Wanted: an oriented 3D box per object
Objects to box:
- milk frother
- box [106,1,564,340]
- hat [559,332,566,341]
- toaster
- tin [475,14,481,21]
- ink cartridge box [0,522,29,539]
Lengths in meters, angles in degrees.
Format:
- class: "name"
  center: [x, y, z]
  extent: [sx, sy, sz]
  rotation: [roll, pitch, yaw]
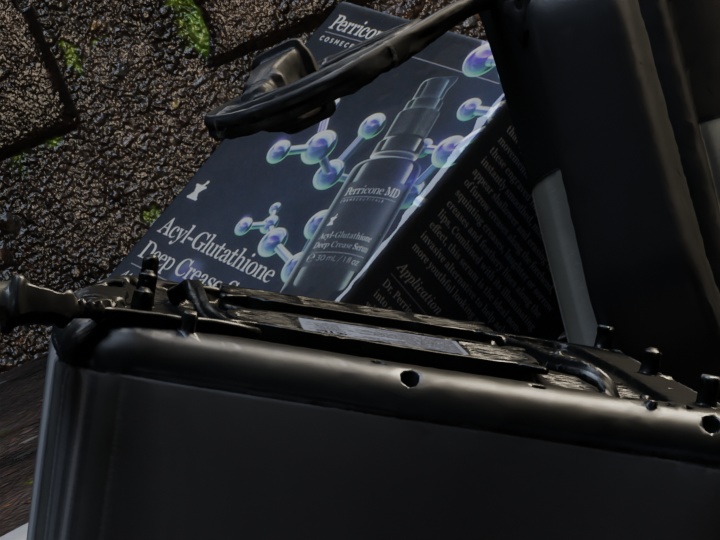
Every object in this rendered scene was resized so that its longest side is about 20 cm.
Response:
- class: "milk frother"
  center: [0.067, -0.016, 0.808]
  extent: [0.199, 0.189, 0.180]
  rotation: [-20, -11, 36]
- class: "box"
  center: [0.000, 0.000, 0.974]
  extent: [0.200, 0.107, 0.148]
  rotation: [-51, 37, -13]
- class: "hat"
  center: [0.106, -0.006, 1.363]
  extent: [0.200, 0.081, 0.201]
  rotation: [-22, 4, 2]
- class: "toaster"
  center: [-0.009, 0.066, 0.614]
  extent: [0.199, 0.119, 0.181]
  rotation: [9, 2, -6]
- class: "tin"
  center: [0.124, -0.141, 1.028]
  extent: [0.112, 0.042, 0.200]
  rotation: [-18, 12, -23]
- class: "ink cartridge box"
  center: [-0.143, 0.147, 0.755]
  extent: [0.200, 0.076, 0.148]
  rotation: [-29, 2, 30]
